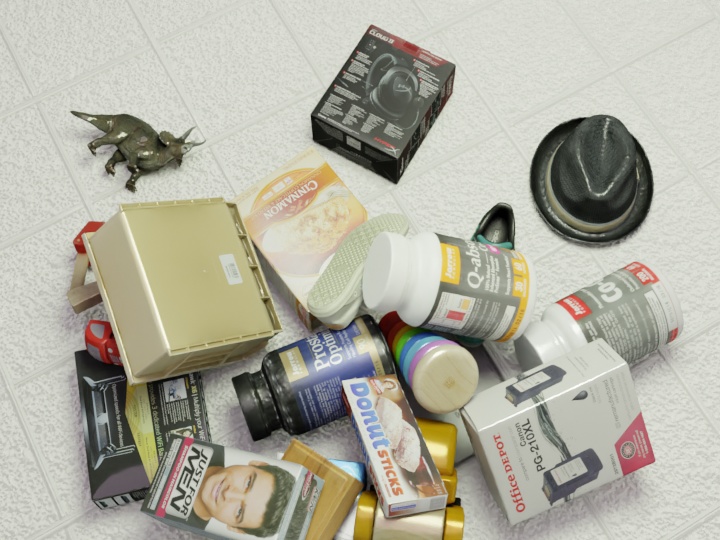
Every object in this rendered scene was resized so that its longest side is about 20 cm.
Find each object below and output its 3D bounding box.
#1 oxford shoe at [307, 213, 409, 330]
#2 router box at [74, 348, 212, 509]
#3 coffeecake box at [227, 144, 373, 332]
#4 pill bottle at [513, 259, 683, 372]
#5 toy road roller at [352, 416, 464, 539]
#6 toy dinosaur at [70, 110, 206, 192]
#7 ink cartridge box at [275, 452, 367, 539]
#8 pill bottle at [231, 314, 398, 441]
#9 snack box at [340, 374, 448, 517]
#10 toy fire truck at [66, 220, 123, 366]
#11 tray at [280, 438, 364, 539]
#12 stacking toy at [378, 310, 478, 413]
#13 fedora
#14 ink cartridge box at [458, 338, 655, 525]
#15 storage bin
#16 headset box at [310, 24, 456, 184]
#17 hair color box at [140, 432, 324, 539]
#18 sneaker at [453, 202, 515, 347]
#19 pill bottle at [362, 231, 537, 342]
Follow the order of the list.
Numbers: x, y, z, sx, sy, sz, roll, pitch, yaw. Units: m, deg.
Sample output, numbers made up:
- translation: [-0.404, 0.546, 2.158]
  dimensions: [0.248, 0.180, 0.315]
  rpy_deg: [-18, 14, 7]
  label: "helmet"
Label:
- translation: [0.000, 0.000, 1.336]
  dimensions: [0.074, 0.058, 0.201]
  rpy_deg: [10, 49, 36]
  label: "oxford shoe"
- translation: [-0.277, 0.187, 1.333]
  dimensions: [0.154, 0.052, 0.203]
  rpy_deg: [-12, 66, -5]
  label: "router box"
- translation: [-0.067, -0.045, 1.423]
  dimensions: [0.152, 0.073, 0.201]
  rpy_deg: [-35, 70, -15]
  label: "coffeecake box"
- translation: [0.305, 0.078, 1.338]
  dimensions: [0.197, 0.114, 0.115]
  rpy_deg: [-26, 68, -11]
  label: "pill bottle"
- translation: [0.064, 0.252, 1.222]
  dimensions: [0.120, 0.200, 0.149]
  rpy_deg: [7, 88, 5]
  label: "toy road roller"
- translation: [-0.328, -0.183, 1.500]
  dimensions: [0.198, 0.078, 0.103]
  rpy_deg: [26, 57, 17]
  label: "toy dinosaur"
- translation: [-0.059, 0.333, 1.256]
  dimensions: [0.113, 0.067, 0.204]
  rpy_deg: [5, 66, 4]
  label: "ink cartridge box"
- translation: [-0.059, 0.141, 1.318]
  dimensions: [0.197, 0.112, 0.113]
  rpy_deg: [-21, 67, -9]
  label: "pill bottle"
- translation: [0.035, 0.197, 1.196]
  dimensions: [0.070, 0.025, 0.201]
  rpy_deg: [-6, 37, -15]
  label: "snack box"
- translation: [-0.336, 0.029, 1.373]
  dimensions: [0.138, 0.049, 0.202]
  rpy_deg: [7, 51, 12]
  label: "toy fire truck"
- translation: [-0.090, 0.308, 1.203]
  dimensions: [0.098, 0.037, 0.202]
  rpy_deg: [26, 76, 30]
  label: "tray"
- translation: [0.074, 0.104, 1.310]
  dimensions: [0.084, 0.200, 0.087]
  rpy_deg: [-5, 108, -17]
  label: "stacking toy"
- translation: [0.329, -0.144, 1.448]
  dimensions: [0.196, 0.092, 0.204]
  rpy_deg: [-1, 65, 1]
  label: "fedora"
- translation: [0.237, 0.196, 1.254]
  dimensions: [0.197, 0.084, 0.147]
  rpy_deg: [-23, 111, -3]
  label: "ink cartridge box"
- translation: [-0.221, 0.019, 1.321]
  dimensions: [0.197, 0.093, 0.203]
  rpy_deg: [-8, 71, -47]
  label: "storage bin"
- translation: [0.039, -0.252, 1.512]
  dimensions: [0.147, 0.078, 0.202]
  rpy_deg: [27, 68, 12]
  label: "headset box"
- translation: [-0.149, 0.261, 1.197]
  dimensions: [0.197, 0.061, 0.100]
  rpy_deg: [7, 66, 31]
  label: "hair color box"
- translation: [0.165, 0.000, 1.393]
  dimensions: [0.070, 0.080, 0.203]
  rpy_deg: [14, 67, 5]
  label: "sneaker"
- translation: [0.109, 0.018, 1.279]
  dimensions: [0.196, 0.116, 0.118]
  rpy_deg: [11, 64, -20]
  label: "pill bottle"
